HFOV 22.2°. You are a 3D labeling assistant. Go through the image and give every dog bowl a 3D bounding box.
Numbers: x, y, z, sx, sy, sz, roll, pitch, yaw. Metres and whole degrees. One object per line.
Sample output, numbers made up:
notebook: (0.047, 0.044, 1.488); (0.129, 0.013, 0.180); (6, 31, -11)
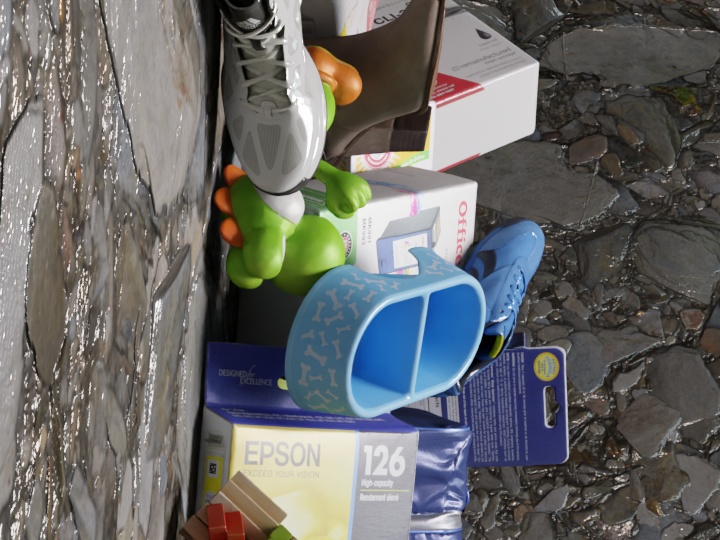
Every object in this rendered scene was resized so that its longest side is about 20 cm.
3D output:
dog bowl: (0.025, 0.049, 1.348); (0.200, 0.050, 0.112); (-14, 117, -52)

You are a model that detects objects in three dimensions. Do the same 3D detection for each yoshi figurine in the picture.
yoshi figurine: (-0.048, -0.060, 1.348); (0.112, 0.112, 0.200); (100, 0, -55)

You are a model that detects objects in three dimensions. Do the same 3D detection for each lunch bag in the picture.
lunch bag: (-0.004, 0.181, 1.500); (0.136, 0.200, 0.133); (-170, -94, -68)

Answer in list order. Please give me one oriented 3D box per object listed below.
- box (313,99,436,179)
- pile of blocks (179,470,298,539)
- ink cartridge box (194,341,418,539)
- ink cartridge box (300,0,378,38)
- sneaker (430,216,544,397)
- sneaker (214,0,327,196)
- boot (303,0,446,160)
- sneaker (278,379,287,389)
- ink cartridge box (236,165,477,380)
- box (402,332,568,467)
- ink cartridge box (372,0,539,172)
box: (-0.010, -0.055, 1.604); (0.112, 0.101, 0.200); (-12, 111, -46)
pile of blocks: (-0.051, 0.226, 1.200); (0.062, 0.082, 0.200); (121, -54, -77)
ink cartridge box: (-0.037, 0.159, 1.349); (0.197, 0.047, 0.200); (7, 89, -45)
ink cartridge box: (-0.035, -0.238, 1.473); (0.200, 0.067, 0.117); (81, 19, -58)
sneaker: (0.108, 0.034, 1.500); (0.200, 0.078, 0.066); (-47, 132, -32)
sneaker: (-0.074, -0.146, 1.221); (0.115, 0.076, 0.201); (-27, 114, -75)
boot: (-0.013, -0.159, 1.426); (0.200, 0.146, 0.070); (98, 4, -48)
sneaker: (-0.052, 0.140, 1.588); (0.078, 0.090, 0.200); (-73, 165, -74)
ink cartridge box: (0.000, 0.000, 1.489); (0.200, 0.087, 0.146); (-12, 111, -49)
box: (0.079, 0.115, 1.593); (0.032, 0.200, 0.121); (-79, 166, -63)
ink cartridge box: (0.050, -0.186, 1.723); (0.200, 0.144, 0.084); (42, -36, 40)
